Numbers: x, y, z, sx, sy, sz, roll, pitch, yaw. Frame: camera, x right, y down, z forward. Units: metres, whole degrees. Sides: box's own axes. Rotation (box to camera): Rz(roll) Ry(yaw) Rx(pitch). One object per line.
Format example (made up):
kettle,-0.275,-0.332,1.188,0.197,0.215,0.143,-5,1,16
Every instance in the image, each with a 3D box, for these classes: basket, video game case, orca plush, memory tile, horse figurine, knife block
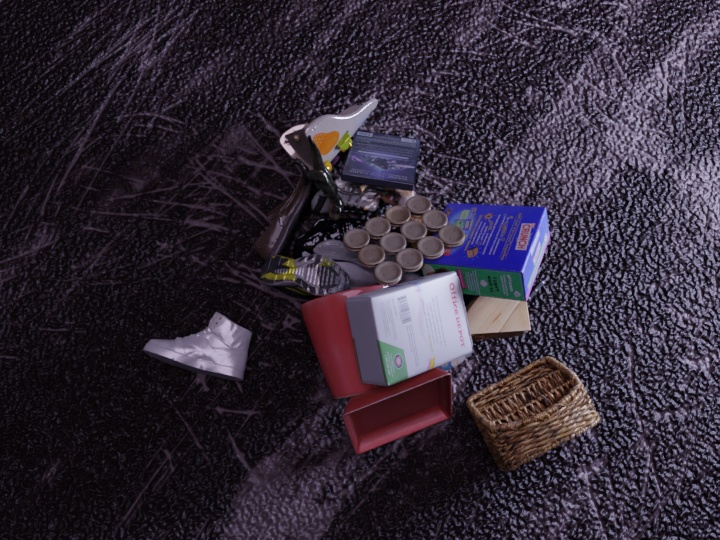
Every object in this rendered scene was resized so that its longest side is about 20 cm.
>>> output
basket,0.308,0.250,1.258,0.197,0.143,0.151,-24,76,-6
video game case,0.045,-0.224,1.401,0.139,0.019,0.202,9,37,3
orca plush,-0.041,-0.066,1.391,0.195,0.071,0.108,-1,74,1
memory tile,0.078,-0.058,1.264,0.198,0.017,0.153,-29,53,-22
horse figurine,0.073,-0.118,1.355,0.130,0.050,0.203,-20,73,-28
knife block,0.253,0.037,1.313,0.195,0.064,0.180,-3,73,-12

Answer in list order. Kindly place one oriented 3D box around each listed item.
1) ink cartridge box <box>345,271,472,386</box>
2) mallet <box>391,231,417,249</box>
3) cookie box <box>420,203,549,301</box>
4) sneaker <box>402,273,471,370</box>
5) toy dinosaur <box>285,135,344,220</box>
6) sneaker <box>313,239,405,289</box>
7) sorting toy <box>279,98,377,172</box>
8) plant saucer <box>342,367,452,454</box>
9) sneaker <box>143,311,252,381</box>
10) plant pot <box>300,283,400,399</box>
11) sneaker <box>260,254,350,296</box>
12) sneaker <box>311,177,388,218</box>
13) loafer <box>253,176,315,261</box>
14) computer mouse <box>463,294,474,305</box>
ink cartridge box,0.085,0.095,1.189,0.197,0.087,0.149,-15,94,-33
mallet,0.134,-0.026,1.382,0.065,0.041,0.202,-31,69,-11
cookie box,0.230,-0.039,1.284,0.196,0.076,0.173,6,47,31
sneaker,0.130,0.096,1.338,0.080,0.077,0.202,-29,76,-15
toy dinosaur,-0.088,-0.185,1.332,0.087,0.202,0.048,14,55,34
sneaker,0.000,0.000,1.336,0.197,0.082,0.076,15,33,30
sorting toy,-0.049,-0.285,1.410,0.180,0.199,0.108,-42,108,-12
plant saucer,0.066,0.246,1.243,0.196,0.201,0.037,-21,57,-5
sneaker,-0.308,0.133,1.344,0.195,0.074,0.118,15,73,-5
plant pot,0.000,0.132,1.282,0.196,0.201,0.182,-11,82,-2
sneaker,-0.095,0.012,1.335,0.196,0.084,0.076,11,79,32
sneaker,-0.001,-0.143,1.410,0.196,0.076,0.089,-19,74,-4
loafer,-0.155,-0.110,1.405,0.070,0.073,0.203,25,75,8
computer mouse,0.227,0.011,1.374,0.138,0.053,0.200,-44,78,-10
